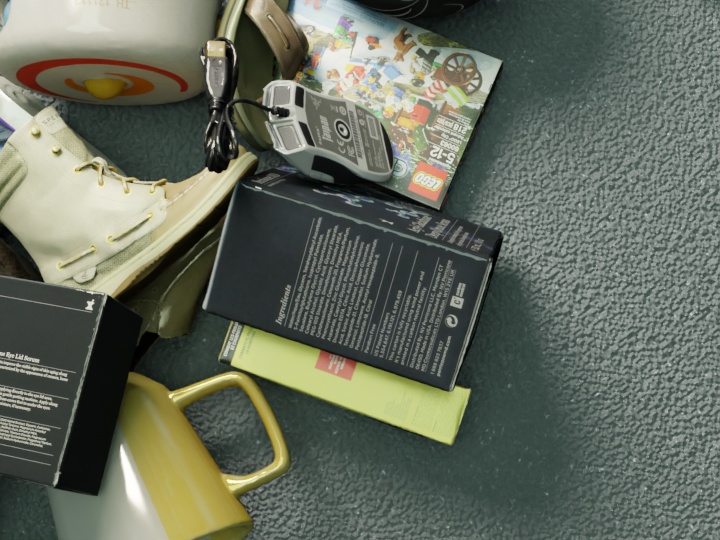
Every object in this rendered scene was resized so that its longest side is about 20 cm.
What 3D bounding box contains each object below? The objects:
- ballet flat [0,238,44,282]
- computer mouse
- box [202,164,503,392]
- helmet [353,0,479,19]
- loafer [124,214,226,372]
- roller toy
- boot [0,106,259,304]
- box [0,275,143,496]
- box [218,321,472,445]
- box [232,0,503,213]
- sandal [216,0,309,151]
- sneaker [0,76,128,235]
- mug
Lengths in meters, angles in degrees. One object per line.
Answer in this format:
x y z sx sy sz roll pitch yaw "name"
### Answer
-0.300 0.004 1.068 0.046 0.200 0.068 -23 40 9 "ballet flat"
-0.051 -0.105 1.022 0.044 0.199 0.110 -29 60 34 "computer mouse"
0.000 0.000 1.034 0.199 0.148 0.108 17 102 6 "box"
0.035 -0.299 1.058 0.199 0.191 0.201 -4 101 -22 "helmet"
-0.158 0.021 1.097 0.200 0.076 0.067 -42 84 7 "loafer"
-0.202 -0.207 1.071 0.181 0.200 0.141 -2 82 27 "roller toy"
-0.192 -0.070 1.028 0.200 0.072 0.155 -39 87 12 "boot"
-0.279 0.076 0.978 0.199 0.079 0.142 9 79 16 "box"
-0.011 0.086 1.073 0.199 0.075 0.050 20 85 8 "box"
0.003 -0.148 1.117 0.199 0.038 0.137 23 85 7 "box"
-0.071 -0.197 1.064 0.057 0.080 0.202 3 79 23 "sandal"
-0.282 -0.049 1.119 0.200 0.081 0.147 43 102 0 "sneaker"
-0.168 0.162 1.059 0.186 0.150 0.154 -17 70 -30 "mug"
